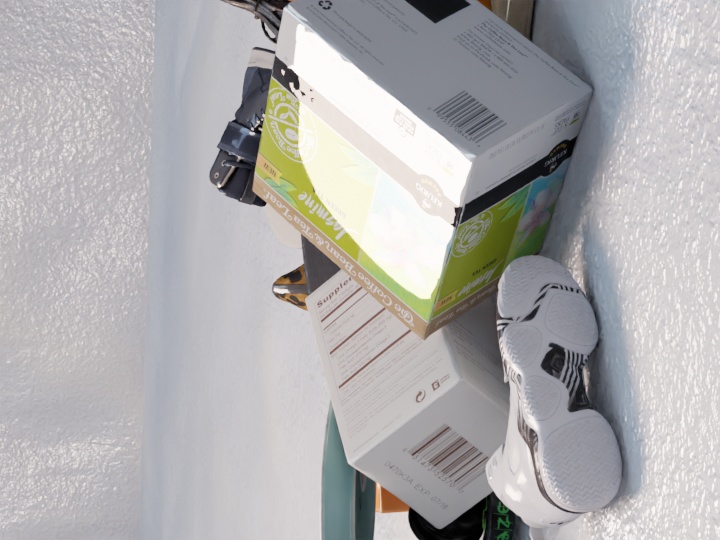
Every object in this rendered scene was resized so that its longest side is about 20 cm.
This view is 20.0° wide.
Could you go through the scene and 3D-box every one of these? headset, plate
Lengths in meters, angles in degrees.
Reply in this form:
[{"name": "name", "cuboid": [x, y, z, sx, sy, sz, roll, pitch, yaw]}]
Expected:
[{"name": "headset", "cuboid": [0.063, 0.173, 1.702, 0.200, 0.093, 0.124, -144, 55, -63]}, {"name": "plate", "cuboid": [-0.007, 0.187, 1.653, 0.200, 0.025, 0.202, 0, -90, -81]}]

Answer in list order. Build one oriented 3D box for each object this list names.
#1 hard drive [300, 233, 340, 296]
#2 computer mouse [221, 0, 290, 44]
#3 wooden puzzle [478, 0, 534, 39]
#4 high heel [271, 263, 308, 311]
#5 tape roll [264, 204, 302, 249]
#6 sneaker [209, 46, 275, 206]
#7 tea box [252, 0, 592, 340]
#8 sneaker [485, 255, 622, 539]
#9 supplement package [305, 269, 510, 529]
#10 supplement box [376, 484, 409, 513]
[{"name": "hard drive", "cuboid": [0.000, 0.000, 1.808, 0.135, 0.042, 0.201, -14, 83, 53]}, {"name": "computer mouse", "cuboid": [-0.034, -0.273, 1.942, 0.138, 0.200, 0.053, 35, 127, 25]}, {"name": "wooden puzzle", "cuboid": [0.093, -0.252, 1.672, 0.200, 0.046, 0.186, -118, 31, -62]}, {"name": "high heel", "cuboid": [-0.031, 0.008, 1.980, 0.200, 0.142, 0.072, -171, 81, -76]}, {"name": "tape roll", "cuboid": [-0.034, -0.118, 1.939, 0.202, 0.037, 0.204, -24, 62, 57]}, {"name": "sneaker", "cuboid": [-0.072, -0.128, 1.878, 0.147, 0.077, 0.202, -69, 20, -2]}, {"name": "tea box", "cuboid": [0.040, -0.097, 1.535, 0.200, 0.133, 0.197, 40, 142, 25]}, {"name": "sneaker", "cuboid": [0.127, 0.096, 1.473, 0.115, 0.075, 0.201, 117, 146, -57]}, {"name": "supplement package", "cuboid": [0.049, 0.080, 1.621, 0.117, 0.117, 0.201, -39, 37, 18]}, {"name": "supplement box", "cuboid": [0.023, 0.190, 1.928, 0.200, 0.066, 0.069, 174, 93, -77]}]
